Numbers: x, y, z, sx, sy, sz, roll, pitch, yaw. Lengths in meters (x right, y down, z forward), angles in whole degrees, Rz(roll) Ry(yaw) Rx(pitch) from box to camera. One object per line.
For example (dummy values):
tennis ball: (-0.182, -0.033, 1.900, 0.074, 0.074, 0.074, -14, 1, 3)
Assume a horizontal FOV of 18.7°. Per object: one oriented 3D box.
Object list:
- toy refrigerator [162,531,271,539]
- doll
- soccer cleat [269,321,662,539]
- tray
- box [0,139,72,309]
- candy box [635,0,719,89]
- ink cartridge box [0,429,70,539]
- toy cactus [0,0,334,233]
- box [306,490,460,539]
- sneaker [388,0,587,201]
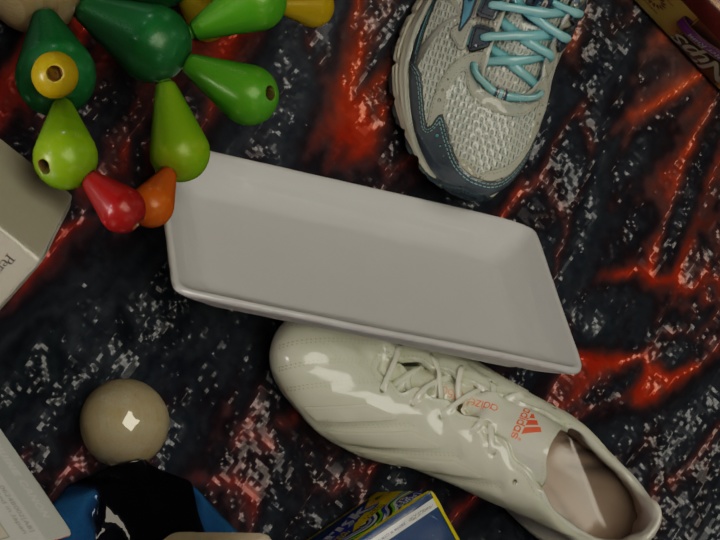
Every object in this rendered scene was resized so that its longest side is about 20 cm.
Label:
toy refrigerator: (-0.105, 0.191, 0.855, 0.200, 0.076, 0.070, -41, 109, -34)
doll: (-0.102, 0.146, 0.940, 0.136, 0.048, 0.201, 9, 78, -40)
soccer cleat: (0.052, 0.071, 1.003, 0.200, 0.078, 0.070, 30, 73, -17)
tray: (0.000, 0.000, 0.997, 0.199, 0.022, 0.108, 12, 36, -21)
box: (-0.222, -0.052, 0.888, 0.200, 0.068, 0.082, 38, 111, -12)
candy box: (0.221, -0.198, 1.121, 0.117, 0.056, 0.200, 43, 68, -12)
ink cartridge box: (-0.232, 0.077, 0.849, 0.160, 0.047, 0.200, 51, 32, 18)
toy cactus: (-0.109, -0.111, 0.941, 0.165, 0.102, 0.200, 28, 55, 4)
box: (0.041, 0.202, 0.990, 0.070, 0.064, 0.201, -31, 96, -23)
sneaker: (0.072, -0.133, 1.031, 0.077, 0.086, 0.201, 17, 77, -20)
